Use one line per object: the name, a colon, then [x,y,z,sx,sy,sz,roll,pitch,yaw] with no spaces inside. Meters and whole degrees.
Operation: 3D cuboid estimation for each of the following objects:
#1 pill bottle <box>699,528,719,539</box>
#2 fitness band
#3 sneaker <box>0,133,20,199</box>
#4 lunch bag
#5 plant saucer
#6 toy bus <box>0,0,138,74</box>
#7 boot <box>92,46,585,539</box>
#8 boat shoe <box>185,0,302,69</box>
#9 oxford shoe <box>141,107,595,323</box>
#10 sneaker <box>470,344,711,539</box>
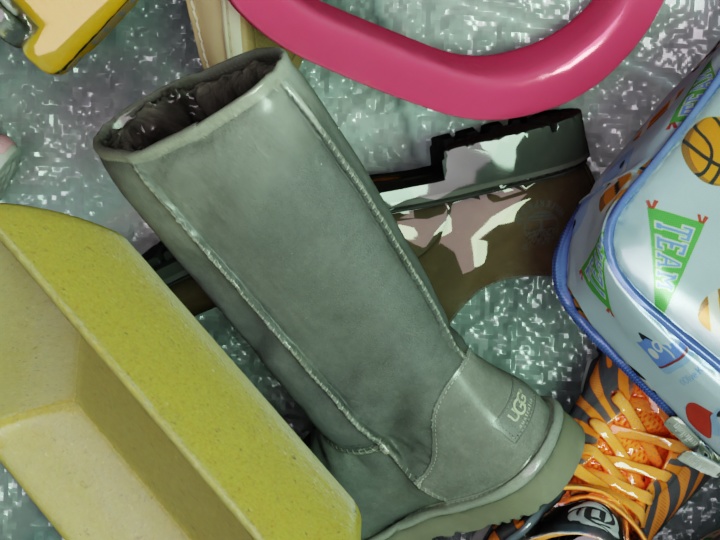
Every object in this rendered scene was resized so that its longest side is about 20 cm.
pill bottle: [0.175,0.144,0.868,0.112,0.200,0.114,1,84,-7]
fitness band: [0.030,-0.137,0.927,0.199,0.037,0.144,20,111,-27]
sneaker: [-0.230,0.010,0.986,0.104,0.075,0.201,31,90,-3]
lunch bag: [0.176,-0.011,0.917,0.160,0.076,0.200,42,69,-2]
plant saucer: [-0.070,0.079,0.921,0.048,0.200,0.200,-35,73,-23]
toy bus: [-0.166,-0.168,0.962,0.200,0.078,0.065,45,96,-1]
boot: [-0.032,0.022,0.912,0.181,0.073,0.200,-26,122,38]
boat shoe: [-0.061,-0.169,0.963,0.069,0.074,0.202,3,105,28]
oxford shoe: [0.000,0.000,0.970,0.198,0.073,0.085,-13,101,8]
sneaker: [0.107,0.079,0.946,0.077,0.112,0.201,31,97,1]
